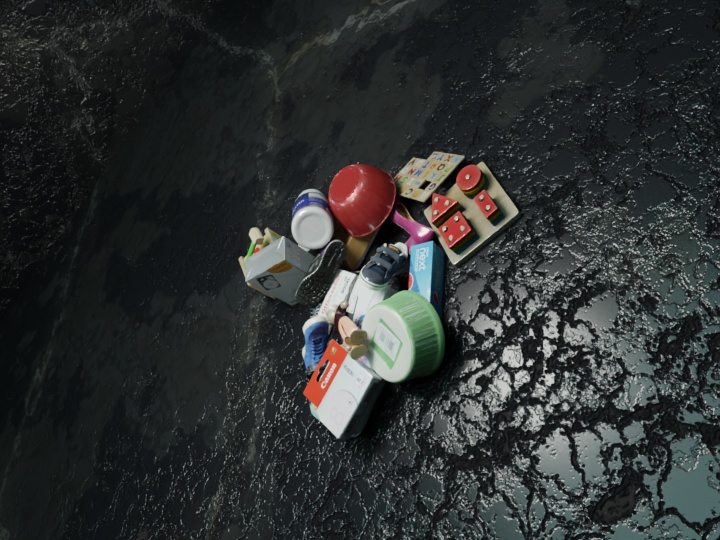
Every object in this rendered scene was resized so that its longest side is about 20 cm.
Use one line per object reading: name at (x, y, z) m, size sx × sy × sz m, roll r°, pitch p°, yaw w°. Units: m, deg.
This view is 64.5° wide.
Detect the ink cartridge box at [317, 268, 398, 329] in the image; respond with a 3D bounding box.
ink cartridge box at (-0.002, 0.096, 1.489) m, size 0.197 × 0.084 × 0.148 m, roll 17°, pitch 79°, yaw 45°

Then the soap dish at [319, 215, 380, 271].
soap dish at (-0.030, -0.119, 1.626) m, size 0.156 × 0.081 × 0.204 m, roll 27°, pitch 88°, yaw 45°

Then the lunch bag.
lunch bag at (-0.029, 0.301, 1.411) m, size 0.158 × 0.077 × 0.204 m, roll 20°, pitch 82°, yaw 42°

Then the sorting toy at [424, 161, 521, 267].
sorting toy at (0.257, -0.152, 1.403) m, size 0.199 × 0.069 × 0.201 m, roll -40°, pitch 48°, yaw 18°

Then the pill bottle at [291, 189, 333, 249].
pill bottle at (-0.133, -0.149, 1.573) m, size 0.116 × 0.115 × 0.201 m, roll -43°, pitch 22°, yaw 14°

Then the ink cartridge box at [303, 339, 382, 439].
ink cartridge box at (-0.059, 0.276, 1.360) m, size 0.198 × 0.057 × 0.165 m, roll 31°, pitch 93°, yaw 39°

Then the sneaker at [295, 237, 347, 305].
sneaker at (-0.108, 0.002, 1.545) m, size 0.202 × 0.075 × 0.088 m, roll -53°, pitch 21°, yaw 4°

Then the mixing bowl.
mixing bowl at (-0.014, -0.204, 1.523) m, size 0.197 × 0.108 × 0.205 m, roll -19°, pitch 58°, yaw 33°

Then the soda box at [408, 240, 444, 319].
soda box at (0.160, 0.038, 1.394) m, size 0.067 × 0.064 × 0.205 m, roll -11°, pitch 61°, yaw 35°

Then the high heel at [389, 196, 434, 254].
high heel at (0.130, -0.143, 1.496) m, size 0.096 × 0.066 × 0.204 m, roll -48°, pitch 47°, yaw 38°

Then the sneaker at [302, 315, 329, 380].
sneaker at (-0.107, 0.212, 1.474) m, size 0.202 × 0.075 × 0.113 m, roll 108°, pitch 147°, yaw -49°

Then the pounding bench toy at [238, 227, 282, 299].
pounding bench toy at (-0.300, -0.029, 1.729) m, size 0.156 × 0.199 × 0.125 m, roll -43°, pitch 47°, yaw 13°

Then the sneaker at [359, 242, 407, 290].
sneaker at (0.060, -0.018, 1.416) m, size 0.077 × 0.200 × 0.081 m, roll 29°, pitch 117°, yaw 12°

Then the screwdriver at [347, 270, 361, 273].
screwdriver at (0.000, 0.000, 1.560) m, size 0.195 × 0.028 × 0.030 m, roll 2°, pitch 61°, yaw 32°

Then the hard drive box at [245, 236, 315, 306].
hard drive box at (-0.206, 0.007, 1.630) m, size 0.154 × 0.199 × 0.079 m, roll -26°, pitch 53°, yaw 28°

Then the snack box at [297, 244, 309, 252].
snack box at (-0.141, -0.120, 1.698) m, size 0.071 × 0.024 × 0.202 m, roll -38°, pitch 22°, yaw 37°

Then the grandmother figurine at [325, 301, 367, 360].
grandmother figurine at (-0.039, 0.131, 1.371) m, size 0.200 × 0.059 × 0.125 m, roll -143°, pitch 57°, yaw -64°

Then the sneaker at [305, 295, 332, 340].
sneaker at (-0.113, 0.108, 1.578) m, size 0.076 × 0.085 × 0.204 m, roll 15°, pitch 79°, yaw 43°

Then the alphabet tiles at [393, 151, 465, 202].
alphabet tiles at (0.167, -0.259, 1.534) m, size 0.168 × 0.008 × 0.199 m, roll -47°, pitch 33°, yaw -10°

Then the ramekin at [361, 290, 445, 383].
ramekin at (0.090, 0.156, 1.304) m, size 0.198 × 0.096 × 0.206 m, roll 17°, pitch 113°, yaw 47°
